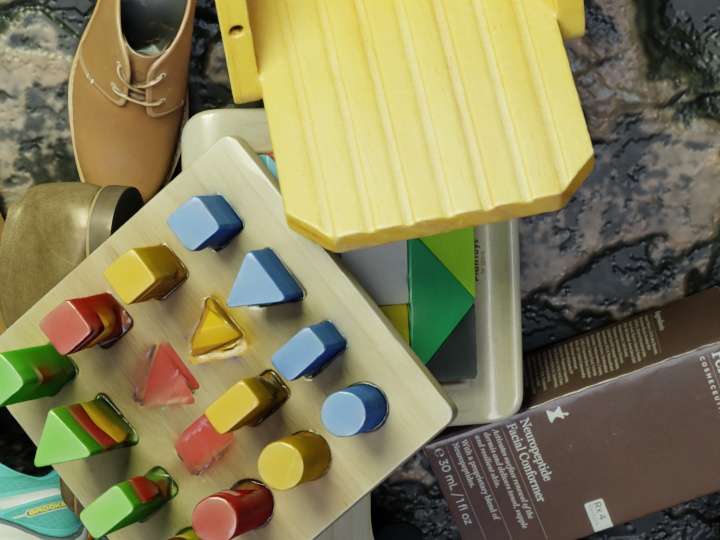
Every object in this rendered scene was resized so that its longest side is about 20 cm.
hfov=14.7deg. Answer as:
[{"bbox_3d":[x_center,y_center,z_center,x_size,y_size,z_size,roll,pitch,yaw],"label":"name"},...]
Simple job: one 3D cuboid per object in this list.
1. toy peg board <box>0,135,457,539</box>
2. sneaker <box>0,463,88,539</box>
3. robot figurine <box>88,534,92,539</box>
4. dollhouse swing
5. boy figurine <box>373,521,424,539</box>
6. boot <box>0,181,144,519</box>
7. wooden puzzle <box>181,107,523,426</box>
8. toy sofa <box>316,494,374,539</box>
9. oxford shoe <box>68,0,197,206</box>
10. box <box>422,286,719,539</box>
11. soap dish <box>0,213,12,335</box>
[{"bbox_3d":[-0.090,0.066,1.501,0.199,0.098,0.200,-41,83,13],"label":"toy peg board"},{"bbox_3d":[-0.257,0.132,1.635,0.199,0.080,0.078,12,158,-15],"label":"sneaker"},{"bbox_3d":[-0.136,0.149,1.706,0.145,0.058,0.200,29,112,-15],"label":"robot figurine"},{"bbox_3d":[0.024,-0.142,1.485,0.199,0.176,0.182,-10,133,-2],"label":"dollhouse swing"},{"bbox_3d":[0.009,0.235,1.735,0.124,0.065,0.201,14,135,23],"label":"boy figurine"},{"bbox_3d":[-0.167,0.046,1.616,0.075,0.074,0.201,6,104,16],"label":"boot"},{"bbox_3d":[0.000,0.000,1.581,0.199,0.037,0.186,-3,93,-22],"label":"wooden puzzle"},{"bbox_3d":[-0.047,0.096,1.628,0.097,0.083,0.201,-2,92,-23],"label":"toy sofa"},{"bbox_3d":[-0.128,-0.113,1.575,0.071,0.071,0.201,6,117,-6],"label":"oxford shoe"},{"bbox_3d":[0.142,0.097,1.680,0.199,0.075,0.101,-21,114,7],"label":"box"},{"bbox_3d":[-0.295,0.022,1.630,0.199,0.081,0.158,-17,115,8],"label":"soap dish"}]
